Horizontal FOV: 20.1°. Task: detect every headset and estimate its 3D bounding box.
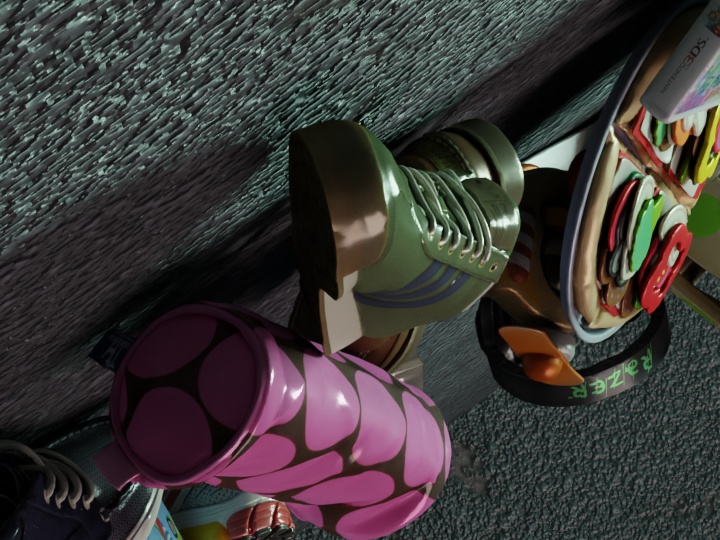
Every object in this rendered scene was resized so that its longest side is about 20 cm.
[{"bbox_3d":[0.137,0.036,1.399,0.123,0.094,0.200,-23,-146,-6],"label":"headset"}]

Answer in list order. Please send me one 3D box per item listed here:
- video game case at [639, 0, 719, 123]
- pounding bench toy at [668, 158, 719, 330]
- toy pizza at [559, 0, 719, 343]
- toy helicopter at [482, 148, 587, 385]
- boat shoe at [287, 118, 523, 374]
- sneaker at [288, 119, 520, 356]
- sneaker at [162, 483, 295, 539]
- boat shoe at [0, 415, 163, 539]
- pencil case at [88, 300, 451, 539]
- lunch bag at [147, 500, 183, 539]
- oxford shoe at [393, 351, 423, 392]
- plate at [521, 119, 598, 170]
[{"bbox_3d":[0.233,-0.162,1.032,0.182,0.024,0.200,-55,164,27],"label":"video game case"},{"bbox_3d":[0.238,-0.035,1.333,0.124,0.156,0.200,-51,173,0],"label":"pounding bench toy"},{"bbox_3d":[0.166,-0.052,1.115,0.200,0.032,0.201,-47,149,-40],"label":"toy pizza"},{"bbox_3d":[0.077,0.006,1.127,0.199,0.133,0.079,-9,179,-45],"label":"toy helicopter"},{"bbox_3d":[0.000,0.000,0.983,0.068,0.072,0.200,-23,156,-40],"label":"boat shoe"},{"bbox_3d":[0.021,-0.021,0.823,0.089,0.068,0.200,-16,165,-6],"label":"sneaker"},{"bbox_3d":[-0.113,0.138,1.240,0.078,0.083,0.199,-1,166,-44],"label":"sneaker"},{"bbox_3d":[-0.150,0.111,0.957,0.200,0.074,0.093,-53,161,-48],"label":"boat shoe"},{"bbox_3d":[-0.036,0.076,0.936,0.094,0.091,0.200,-53,147,6],"label":"pencil case"},{"bbox_3d":[-0.110,0.205,1.075,0.094,0.151,0.200,-27,-163,-11],"label":"lunch bag"},{"bbox_3d":[-0.046,0.109,1.323,0.199,0.058,0.075,-20,179,-5],"label":"oxford shoe"},{"bbox_3d":[0.059,-0.006,1.289,0.200,0.032,0.200,-30,170,-38],"label":"plate"}]
